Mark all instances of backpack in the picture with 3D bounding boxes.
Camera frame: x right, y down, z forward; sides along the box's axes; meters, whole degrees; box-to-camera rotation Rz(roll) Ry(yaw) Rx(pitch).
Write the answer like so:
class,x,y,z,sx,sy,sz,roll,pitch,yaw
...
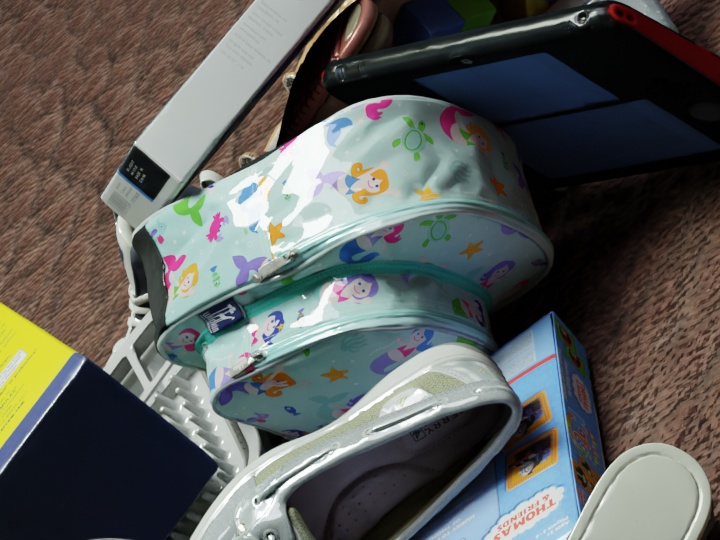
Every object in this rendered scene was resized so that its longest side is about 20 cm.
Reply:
class,x,y,z,sx,sy,sz,roll,pitch,yaw
backpack,0.000,0.000,1.552,0.200,0.177,0.151,-35,57,23

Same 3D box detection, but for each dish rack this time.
class,x,y,z,sx,sy,sz,roll,pitch,yaw
dish rack,-0.114,0.124,1.639,0.172,0.043,0.200,-51,32,13

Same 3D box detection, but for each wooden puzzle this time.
class,x,y,z,sx,sy,sz,roll,pitch,yaw
wooden puzzle,0.058,-0.124,1.705,0.185,0.046,0.200,-25,-23,-38

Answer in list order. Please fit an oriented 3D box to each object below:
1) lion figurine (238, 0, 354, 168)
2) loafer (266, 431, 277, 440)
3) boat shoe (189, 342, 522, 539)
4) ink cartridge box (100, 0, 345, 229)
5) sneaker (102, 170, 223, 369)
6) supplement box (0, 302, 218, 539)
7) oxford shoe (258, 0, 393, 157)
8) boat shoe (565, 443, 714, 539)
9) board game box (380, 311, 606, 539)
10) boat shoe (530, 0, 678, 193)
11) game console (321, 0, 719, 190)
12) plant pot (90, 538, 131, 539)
class,x,y,z,sx,sy,sz,roll,pitch,yaw
lion figurine,-0.016,-0.112,1.823,0.200,0.072,0.123,-49,7,48
loafer,-0.062,0.037,1.735,0.076,0.067,0.200,-12,40,51
boat shoe,-0.007,0.115,1.419,0.202,0.075,0.065,-37,18,0
ink cartridge box,-0.062,-0.114,1.596,0.200,0.039,0.099,-50,1,-23
sneaker,-0.134,0.016,1.813,0.199,0.130,0.080,-36,23,16
supplement box,-0.186,0.095,1.607,0.110,0.109,0.200,-53,31,-7
oxford shoe,-0.012,-0.070,1.637,0.071,0.075,0.200,-76,10,-45
boat shoe,0.091,0.169,1.296,0.200,0.073,0.062,-54,-15,-11
board game box,0.053,0.121,1.447,0.151,0.037,0.200,-36,23,18
boat shoe,0.103,-0.085,1.682,0.201,0.070,0.072,-47,47,7
game console,0.106,-0.089,1.540,0.200,0.177,0.031,-10,70,40
plant pot,-0.115,0.231,1.367,0.200,0.200,0.134,-46,-4,-8
